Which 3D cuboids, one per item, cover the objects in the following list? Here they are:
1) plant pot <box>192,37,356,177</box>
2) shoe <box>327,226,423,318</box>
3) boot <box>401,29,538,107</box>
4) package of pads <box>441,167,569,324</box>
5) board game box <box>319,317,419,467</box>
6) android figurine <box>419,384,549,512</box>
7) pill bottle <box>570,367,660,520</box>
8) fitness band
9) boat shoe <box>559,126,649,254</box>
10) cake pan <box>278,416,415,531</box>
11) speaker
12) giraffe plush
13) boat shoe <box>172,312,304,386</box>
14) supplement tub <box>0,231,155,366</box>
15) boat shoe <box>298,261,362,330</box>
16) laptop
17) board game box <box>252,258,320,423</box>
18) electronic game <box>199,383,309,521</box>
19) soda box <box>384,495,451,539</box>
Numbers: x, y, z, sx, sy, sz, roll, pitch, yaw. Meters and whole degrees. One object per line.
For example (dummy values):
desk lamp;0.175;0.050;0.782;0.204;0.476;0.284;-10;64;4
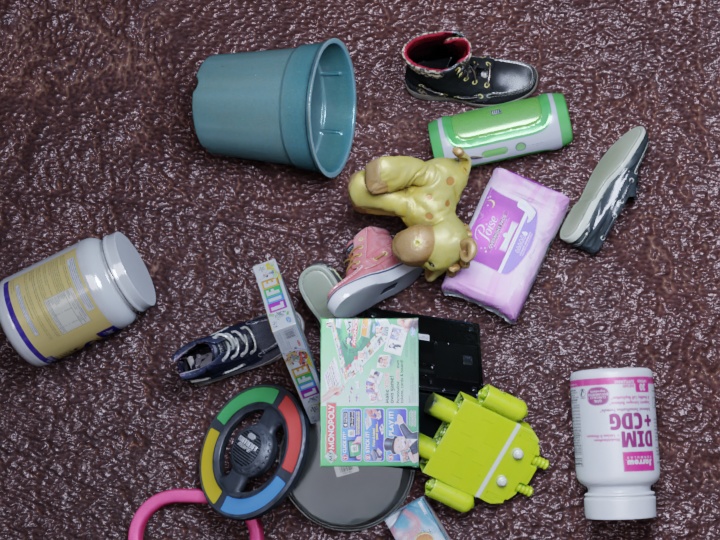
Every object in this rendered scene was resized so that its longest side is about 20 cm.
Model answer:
plant pot;-0.129;-0.241;1.697;0.196;0.200;0.201;4;82;17
shoe;0.000;0.000;1.644;0.091;0.200;0.072;47;128;17
boot;0.155;-0.293;1.671;0.200;0.151;0.073;6;82;10
package of pads;0.208;-0.035;1.662;0.120;0.076;0.200;24;86;10
board game box;0.012;0.164;1.562;0.134;0.029;0.200;0;87;1
android figurine;0.166;0.250;1.606;0.200;0.041;0.182;28;99;-12
pill bottle;0.349;0.236;1.578;0.113;0.113;0.200;-4;81;8
fitness band;-0.241;0.392;1.688;0.200;0.037;0.144;0;81;8
boat shoe;0.365;-0.111;1.656;0.066;0.074;0.200;35;78;-16
cake pan;-0.021;0.276;1.659;0.200;0.037;0.201;0;87;5
speaker;0.203;-0.201;1.684;0.200;0.088;0.089;-12;80;7
giraffe plush;0.090;-0.069;1.613;0.200;0.173;0.162;-10;80;1
boat shoe;-0.179;0.113;1.692;0.200;0.093;0.075;-28;78;4
supplement tub;-0.422;0.040;1.716;0.200;0.145;0.146;-25;78;5
boat shoe;-0.026;0.080;1.684;0.072;0.061;0.201;-21;98;12
laptop;0.077;0.171;1.647;0.177;0.103;0.200;9;53;-12
board game box;-0.093;0.100;1.605;0.034;0.200;0.135;-20;43;-2
electronic game;-0.154;0.258;1.652;0.200;0.042;0.200;-20;55;31
soda box;0.112;0.417;1.610;0.064;0.068;0.200;-32;79;3
